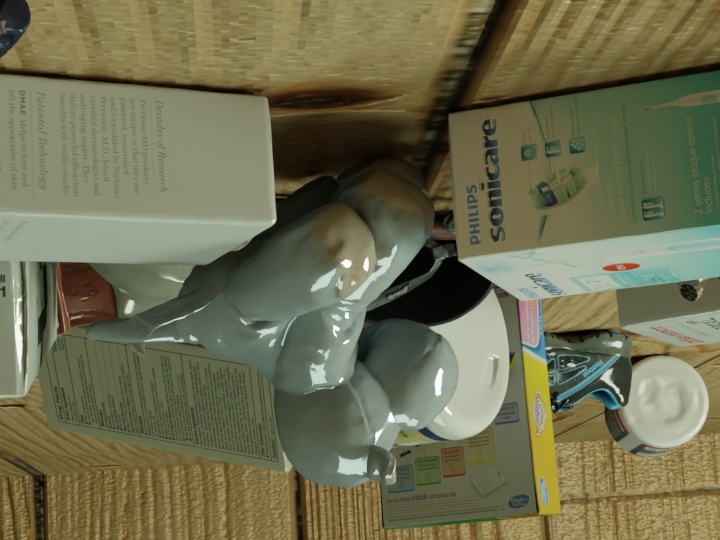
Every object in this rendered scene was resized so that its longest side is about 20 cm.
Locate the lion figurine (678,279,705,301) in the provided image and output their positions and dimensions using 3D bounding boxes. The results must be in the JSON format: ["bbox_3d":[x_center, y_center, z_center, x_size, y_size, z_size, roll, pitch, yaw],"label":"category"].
[{"bbox_3d":[0.284,-0.038,0.969,0.199,0.073,0.122,5,-141,43],"label":"lion figurine"}]

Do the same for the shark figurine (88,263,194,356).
[{"bbox_3d":[-0.111,0.014,0.983,0.213,0.090,0.128,17,163,-30],"label":"shark figurine"}]

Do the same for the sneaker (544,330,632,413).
[{"bbox_3d":[0.193,0.107,1.609,0.198,0.083,0.073,-1,170,-10],"label":"sneaker"}]

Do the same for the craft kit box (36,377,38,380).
[{"bbox_3d":[-0.235,0.055,1.314,0.198,0.049,0.197,-7,171,15],"label":"craft kit box"}]

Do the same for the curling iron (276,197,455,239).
[{"bbox_3d":[0.005,-0.038,0.988,0.198,0.026,0.050,4,146,-13],"label":"curling iron"}]

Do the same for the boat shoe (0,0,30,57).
[{"bbox_3d":[-0.172,-0.092,0.483,0.074,0.094,0.199,7,164,-43],"label":"boat shoe"}]

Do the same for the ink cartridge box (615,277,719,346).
[{"bbox_3d":[0.295,-0.004,1.095,0.198,0.085,0.145,-10,168,28],"label":"ink cartridge box"}]

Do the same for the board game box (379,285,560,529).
[{"bbox_3d":[0.083,0.107,1.276,0.152,0.202,0.040,-11,167,33],"label":"board game box"}]

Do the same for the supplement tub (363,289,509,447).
[{"bbox_3d":[0.000,0.069,1.198,0.199,0.146,0.144,-13,166,35],"label":"supplement tub"}]

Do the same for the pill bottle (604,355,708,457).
[{"bbox_3d":[0.363,0.174,1.920,0.110,0.112,0.200,-4,168,1],"label":"pill bottle"}]

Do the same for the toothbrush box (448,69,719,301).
[{"bbox_3d":[0.162,-0.045,0.852,0.198,0.086,0.146,-6,168,18],"label":"toothbrush box"}]

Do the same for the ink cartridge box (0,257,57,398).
[{"bbox_3d":[-0.255,0.019,0.890,0.145,0.084,0.200,-2,-174,-6],"label":"ink cartridge box"}]

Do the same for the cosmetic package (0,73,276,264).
[{"bbox_3d":[-0.151,-0.048,0.765,0.198,0.075,0.101,0,168,-28],"label":"cosmetic package"}]

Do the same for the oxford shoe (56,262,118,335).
[{"bbox_3d":[-0.171,0.005,1.078,0.198,0.072,0.074,-2,-166,-12],"label":"oxford shoe"}]

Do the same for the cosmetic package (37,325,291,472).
[{"bbox_3d":[-0.134,0.073,1.126,0.198,0.104,0.073,9,-147,20],"label":"cosmetic package"}]

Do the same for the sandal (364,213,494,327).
[{"bbox_3d":[0.000,0.001,1.037,0.198,0.077,0.043,-3,169,-1],"label":"sandal"}]

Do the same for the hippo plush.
[{"bbox_3d":[-0.013,0.045,0.875,0.199,0.162,0.159,-35,-168,-27],"label":"hippo plush"}]
